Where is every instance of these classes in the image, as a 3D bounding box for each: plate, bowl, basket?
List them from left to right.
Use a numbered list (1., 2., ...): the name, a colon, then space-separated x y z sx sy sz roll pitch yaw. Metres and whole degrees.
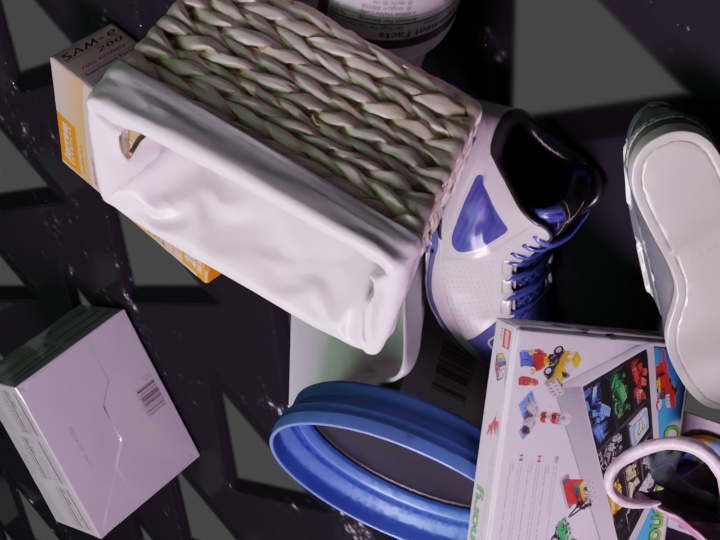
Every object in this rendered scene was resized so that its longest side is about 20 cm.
1. basket: -0.041 -0.067 0.780 0.198 0.124 0.136 28 157 6
2. plate: 0.000 0.000 0.978 0.200 0.032 0.203 147 128 -59
3. bowl: 0.034 0.140 0.937 0.198 0.040 0.201 20 155 10

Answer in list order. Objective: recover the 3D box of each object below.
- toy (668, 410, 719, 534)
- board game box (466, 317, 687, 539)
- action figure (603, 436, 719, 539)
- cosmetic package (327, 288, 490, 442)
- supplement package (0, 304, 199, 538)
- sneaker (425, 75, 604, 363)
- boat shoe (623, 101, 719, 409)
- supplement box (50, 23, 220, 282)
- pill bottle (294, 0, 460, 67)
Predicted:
1. toy: 0.247 0.159 0.877 0.198 0.047 0.117 13 129 47
2. board game box: 0.134 0.135 0.845 0.035 0.124 0.203 -155 71 -72
3. action figure: 0.245 0.180 0.757 0.133 0.148 0.203 -31 64 31
4. cosmetic package: 0.023 0.093 1.037 0.084 0.109 0.199 25 158 -20
5. supplement package: -0.304 0.165 1.521 0.110 0.155 0.202 3 124 50
6. sneaker: 0.098 -0.022 0.865 0.114 0.080 0.202 17 132 48
7. boat shoe: 0.198 -0.008 0.786 0.062 0.072 0.202 -95 -18 -58
8. supplement box: -0.174 -0.101 1.161 0.199 0.073 0.127 38 145 25
9. pill bottle: 0.011 -0.193 0.785 0.112 0.112 0.201 40 147 20
